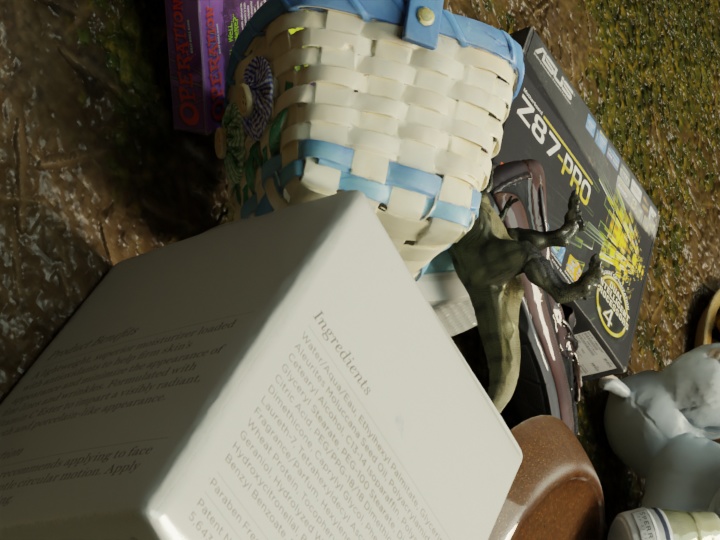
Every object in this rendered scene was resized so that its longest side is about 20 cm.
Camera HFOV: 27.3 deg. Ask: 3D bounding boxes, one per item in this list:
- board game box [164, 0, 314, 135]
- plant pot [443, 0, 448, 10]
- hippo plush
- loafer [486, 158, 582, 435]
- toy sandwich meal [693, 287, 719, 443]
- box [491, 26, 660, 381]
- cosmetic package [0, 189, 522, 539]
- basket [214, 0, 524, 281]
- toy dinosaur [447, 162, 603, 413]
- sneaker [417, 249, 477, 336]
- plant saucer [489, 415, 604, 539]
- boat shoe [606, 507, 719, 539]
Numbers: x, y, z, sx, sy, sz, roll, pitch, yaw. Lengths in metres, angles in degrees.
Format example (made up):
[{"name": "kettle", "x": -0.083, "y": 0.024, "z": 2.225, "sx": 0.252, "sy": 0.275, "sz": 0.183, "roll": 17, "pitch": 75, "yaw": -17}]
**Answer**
[{"name": "board game box", "x": -0.061, "y": -0.185, "z": 0.795, "sx": 0.120, "sy": 0.032, "sz": 0.202, "roll": -33, "pitch": 127, "yaw": -55}, {"name": "plant pot", "x": 0.029, "y": -0.192, "z": 0.884, "sx": 0.027, "sy": 0.200, "sz": 0.202, "roll": 6, "pitch": 67, "yaw": -7}, {"name": "hippo plush", "x": 0.247, "y": 0.147, "z": 1.070, "sx": 0.159, "sy": 0.199, "sz": 0.162, "roll": 38, "pitch": 26, "yaw": -45}, {"name": "loafer", "x": 0.116, "y": 0.024, "z": 0.955, "sx": 0.063, "sy": 0.072, "sz": 0.202, "roll": -27, "pitch": 114, "yaw": -15}, {"name": "toy sandwich meal", "x": 0.350, "y": 0.101, "z": 1.266, "sx": 0.204, "sy": 0.070, "sz": 0.207, "roll": 22, "pitch": 62, "yaw": -48}, {"name": "box", "x": 0.138, "y": -0.045, "z": 1.055, "sx": 0.200, "sy": 0.049, "sz": 0.162, "roll": 50, "pitch": 41, "yaw": -29}, {"name": "cosmetic package", "x": -0.058, "y": 0.100, "z": 0.650, "sx": 0.166, "sy": 0.164, "sz": 0.201, "roll": 57, "pitch": 41, "yaw": -23}, {"name": "basket", "x": 0.005, "y": -0.098, "z": 0.740, "sx": 0.138, "sy": 0.176, "sz": 0.202, "roll": 18, "pitch": 64, "yaw": -12}, {"name": "toy dinosaur", "x": 0.089, "y": -0.006, "z": 0.841, "sx": 0.048, "sy": 0.087, "sz": 0.202, "roll": 73, "pitch": 5, "yaw": -58}, {"name": "sneaker", "x": 0.000, "y": 0.000, "z": 0.855, "sx": 0.199, "sy": 0.074, "sz": 0.082, "roll": 1, "pitch": 53, "yaw": -51}, {"name": "plant saucer", "x": 0.091, "y": 0.184, "z": 0.854, "sx": 0.200, "sy": 0.034, "sz": 0.202, "roll": -34, "pitch": 133, "yaw": -46}, {"name": "boat shoe", "x": 0.179, "y": 0.213, "z": 0.927, "sx": 0.201, "sy": 0.061, "sz": 0.073, "roll": 95, "pitch": -9, "yaw": -54}]
